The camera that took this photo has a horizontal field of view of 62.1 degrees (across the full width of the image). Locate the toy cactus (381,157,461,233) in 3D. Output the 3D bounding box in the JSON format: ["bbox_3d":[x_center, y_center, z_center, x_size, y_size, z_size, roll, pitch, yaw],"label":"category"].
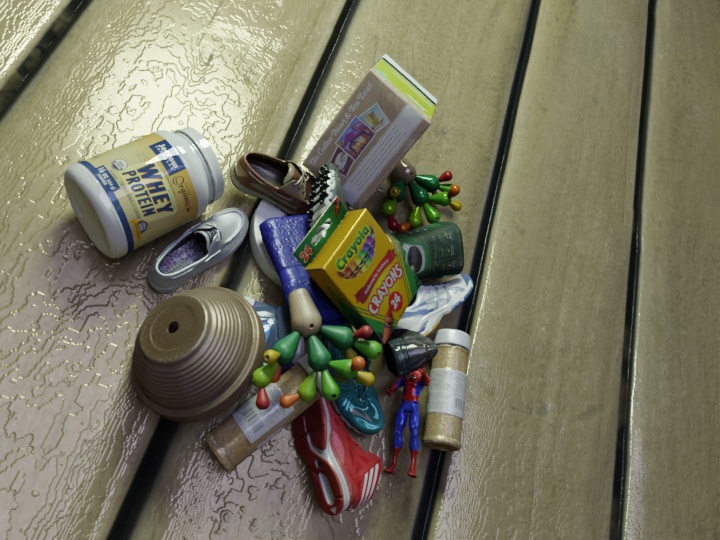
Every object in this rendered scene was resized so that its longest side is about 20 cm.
[{"bbox_3d":[0.105,-0.165,1.173,0.198,0.103,0.166,-25,73,-23],"label":"toy cactus"}]

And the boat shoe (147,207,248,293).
[{"bbox_3d":[-0.253,-0.044,0.955,0.199,0.068,0.072,-36,89,-32],"label":"boat shoe"}]

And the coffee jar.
[{"bbox_3d":[0.090,-0.026,1.090,0.197,0.085,0.106,-11,100,-29],"label":"coffee jar"}]

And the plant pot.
[{"bbox_3d":[-0.239,0.098,0.833,0.197,0.093,0.204,-7,57,10],"label":"plant pot"}]

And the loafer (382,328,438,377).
[{"bbox_3d":[0.076,0.131,0.983,0.071,0.200,0.074,-14,95,-5],"label":"loafer"}]

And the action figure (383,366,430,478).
[{"bbox_3d":[0.075,0.228,0.988,0.064,0.099,0.203,2,65,20],"label":"action figure"}]

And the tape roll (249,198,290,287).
[{"bbox_3d":[-0.098,-0.060,1.060,0.199,0.037,0.206,10,66,-23],"label":"tape roll"}]

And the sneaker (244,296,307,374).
[{"bbox_3d":[-0.151,0.148,0.926,0.145,0.081,0.202,26,56,-11],"label":"sneaker"}]

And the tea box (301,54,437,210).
[{"bbox_3d":[0.021,-0.247,1.057,0.133,0.200,0.197,38,28,-8],"label":"tea box"}]

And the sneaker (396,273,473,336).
[{"bbox_3d":[0.132,0.049,1.113,0.199,0.075,0.089,-38,89,-33],"label":"sneaker"}]

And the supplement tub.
[{"bbox_3d":[-0.322,-0.124,0.907,0.199,0.144,0.145,-34,88,-32],"label":"supplement tub"}]

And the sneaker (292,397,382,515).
[{"bbox_3d":[-0.035,0.279,0.957,0.115,0.078,0.203,12,56,-48],"label":"sneaker"}]

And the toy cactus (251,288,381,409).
[{"bbox_3d":[-0.068,0.104,0.849,0.197,0.103,0.167,-16,69,-14],"label":"toy cactus"}]

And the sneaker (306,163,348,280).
[{"bbox_3d":[-0.038,-0.074,0.973,0.089,0.066,0.204,12,67,-34],"label":"sneaker"}]

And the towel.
[{"bbox_3d":[-0.076,0.001,0.983,0.146,0.050,0.202,-7,62,-34],"label":"towel"}]

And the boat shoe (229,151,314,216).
[{"bbox_3d":[-0.121,-0.146,1.017,0.197,0.072,0.077,15,65,-21],"label":"boat shoe"}]

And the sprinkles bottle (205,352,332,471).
[{"bbox_3d":[-0.132,0.207,0.890,0.199,0.068,0.069,-37,89,-15],"label":"sprinkles bottle"}]

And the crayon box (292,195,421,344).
[{"bbox_3d":[0.000,0.000,0.915,0.201,0.050,0.128,50,60,-28],"label":"crayon box"}]

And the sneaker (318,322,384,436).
[{"bbox_3d":[-0.013,0.175,0.987,0.077,0.080,0.203,-19,80,-31],"label":"sneaker"}]

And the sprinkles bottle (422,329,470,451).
[{"bbox_3d":[0.153,0.209,1.056,0.067,0.068,0.203,19,63,-19],"label":"sprinkles bottle"}]
